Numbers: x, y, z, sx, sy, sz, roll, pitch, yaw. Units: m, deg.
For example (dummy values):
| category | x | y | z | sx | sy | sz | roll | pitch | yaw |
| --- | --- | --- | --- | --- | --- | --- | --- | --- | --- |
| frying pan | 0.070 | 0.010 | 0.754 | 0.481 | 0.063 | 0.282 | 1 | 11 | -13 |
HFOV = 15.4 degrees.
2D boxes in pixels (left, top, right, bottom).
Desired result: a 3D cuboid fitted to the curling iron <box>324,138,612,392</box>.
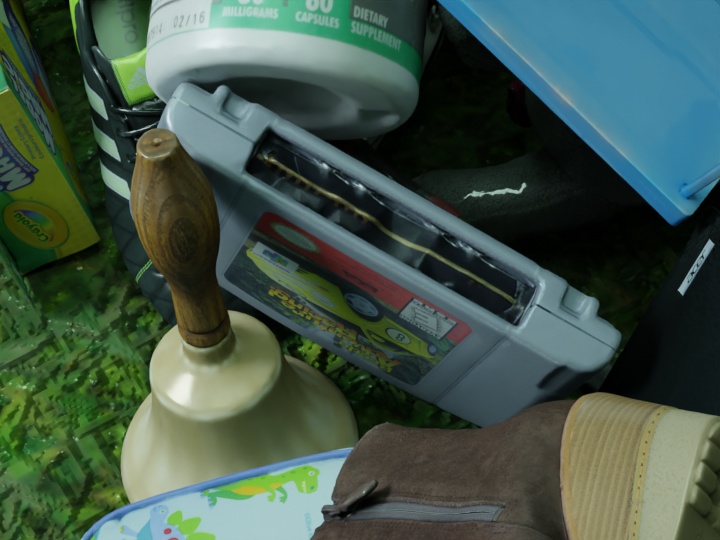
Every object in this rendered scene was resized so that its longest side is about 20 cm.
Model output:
| category | x | y | z | sx | sy | sz | roll | pitch | yaw |
| --- | --- | --- | --- | --- | --- | --- | --- | --- | --- |
| curling iron | 0.029 | -0.008 | 1.136 | 0.200 | 0.026 | 0.050 | 35 | 93 | -2 |

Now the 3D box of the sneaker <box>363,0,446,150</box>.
| category | x | y | z | sx | sy | sz | roll | pitch | yaw |
| --- | --- | --- | --- | --- | --- | --- | --- | --- | --- |
| sneaker | 0.011 | -0.119 | 1.187 | 0.074 | 0.089 | 0.201 | 22 | 84 | -6 |

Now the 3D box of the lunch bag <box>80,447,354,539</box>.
| category | x | y | z | sx | sy | sz | roll | pitch | yaw |
| --- | --- | --- | --- | --- | --- | --- | --- | --- | --- |
| lunch bag | -0.018 | 0.171 | 1.011 | 0.160 | 0.083 | 0.200 | -16 | 51 | -2 |

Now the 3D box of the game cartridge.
| category | x | y | z | sx | sy | sz | roll | pitch | yaw |
| --- | --- | --- | --- | --- | --- | --- | --- | --- | --- |
| game cartridge | 0.000 | 0.000 | 1.085 | 0.200 | 0.133 | 0.041 | 30 | 74 | -2 |

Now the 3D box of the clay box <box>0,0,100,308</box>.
| category | x | y | z | sx | sy | sz | roll | pitch | yaw |
| --- | --- | --- | --- | --- | --- | --- | --- | --- | --- |
| clay box | -0.174 | -0.089 | 1.220 | 0.047 | 0.115 | 0.200 | -24 | 52 | 1 |

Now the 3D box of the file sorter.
| category | x | y | z | sx | sy | sz | roll | pitch | yaw |
| --- | --- | --- | --- | --- | --- | --- | --- | --- | --- |
| file sorter | 0.153 | -0.148 | 1.038 | 0.139 | 0.123 | 0.200 | 43 | 62 | -5 |

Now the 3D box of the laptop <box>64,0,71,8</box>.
| category | x | y | z | sx | sy | sz | roll | pitch | yaw |
| --- | --- | --- | --- | --- | --- | --- | --- | --- | --- |
| laptop | -0.056 | -0.188 | 1.282 | 0.200 | 0.116 | 0.187 | -44 | 94 | 3 |

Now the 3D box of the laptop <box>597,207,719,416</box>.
| category | x | y | z | sx | sy | sz | roll | pitch | yaw |
| --- | --- | --- | --- | --- | --- | --- | --- | --- | --- |
| laptop | 0.160 | 0.104 | 1.002 | 0.200 | 0.103 | 0.178 | 33 | 104 | 15 |

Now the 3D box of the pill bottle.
| category | x | y | z | sx | sy | sz | roll | pitch | yaw |
| --- | --- | --- | --- | --- | --- | --- | --- | --- | --- |
| pill bottle | -0.022 | -0.163 | 1.085 | 0.113 | 0.113 | 0.201 | 3 | 77 | 11 |

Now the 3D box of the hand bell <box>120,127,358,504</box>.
| category | x | y | z | sx | sy | sz | roll | pitch | yaw |
| --- | --- | --- | --- | --- | --- | --- | --- | --- | --- |
| hand bell | -0.063 | 0.017 | 1.065 | 0.104 | 0.200 | 0.104 | -4 | 51 | 5 |

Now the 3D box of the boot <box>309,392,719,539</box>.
| category | x | y | z | sx | sy | sz | roll | pitch | yaw |
| --- | --- | --- | --- | --- | --- | --- | --- | --- | --- |
| boot | 0.040 | 0.131 | 0.934 | 0.166 | 0.072 | 0.200 | -7 | 45 | 40 |

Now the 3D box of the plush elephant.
| category | x | y | z | sx | sy | sz | roll | pitch | yaw |
| --- | --- | --- | --- | --- | --- | --- | --- | --- | --- |
| plush elephant | 0.114 | -0.113 | 1.171 | 0.199 | 0.165 | 0.155 | -3 | 47 | -1 |

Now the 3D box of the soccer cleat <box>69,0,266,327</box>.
| category | x | y | z | sx | sy | sz | roll | pitch | yaw |
| --- | --- | --- | --- | --- | --- | --- | --- | --- | --- |
| soccer cleat | -0.090 | -0.062 | 1.174 | 0.067 | 0.081 | 0.201 | -18 | 80 | 0 |
